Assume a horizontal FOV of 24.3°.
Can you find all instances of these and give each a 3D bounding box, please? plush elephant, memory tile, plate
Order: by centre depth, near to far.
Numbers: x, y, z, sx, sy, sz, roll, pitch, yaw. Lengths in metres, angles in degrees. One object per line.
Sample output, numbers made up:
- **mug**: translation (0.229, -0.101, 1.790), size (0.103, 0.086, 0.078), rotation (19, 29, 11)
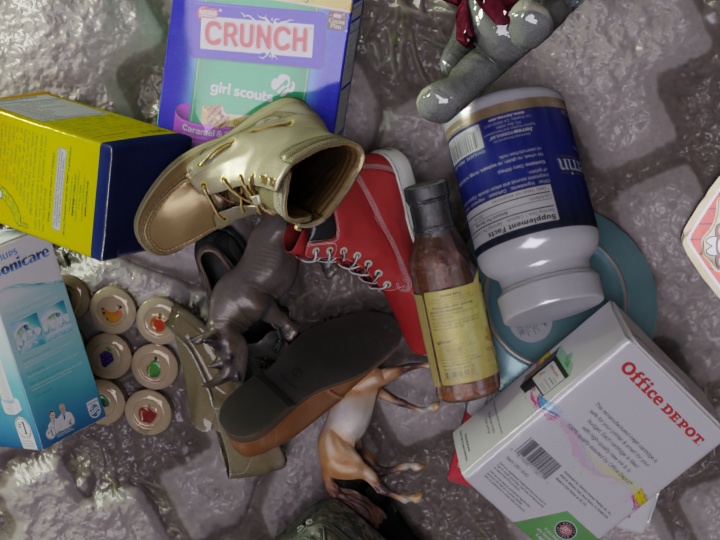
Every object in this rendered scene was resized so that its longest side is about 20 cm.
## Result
- **plush elephant**: translation (0.108, -0.260, 1.478), size (0.155, 0.200, 0.165), rotation (49, 139, -3)
- **plate**: translation (0.182, 0.029, 1.574), size (0.199, 0.026, 0.201), rotation (0, 76, -1)
- **memory tile**: translation (-0.281, 0.082, 1.706), size (0.199, 0.017, 0.154), rotation (12, 106, 5)

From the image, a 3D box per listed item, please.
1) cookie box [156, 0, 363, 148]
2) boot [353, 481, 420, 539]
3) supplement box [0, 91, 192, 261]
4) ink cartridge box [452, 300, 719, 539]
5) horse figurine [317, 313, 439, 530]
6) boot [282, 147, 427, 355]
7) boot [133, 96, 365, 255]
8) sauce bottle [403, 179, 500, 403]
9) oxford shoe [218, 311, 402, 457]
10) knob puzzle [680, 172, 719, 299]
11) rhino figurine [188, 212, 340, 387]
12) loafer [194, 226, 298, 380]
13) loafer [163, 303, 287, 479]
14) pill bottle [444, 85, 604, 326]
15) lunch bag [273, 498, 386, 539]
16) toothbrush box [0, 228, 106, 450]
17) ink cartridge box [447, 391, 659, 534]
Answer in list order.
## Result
- **cookie box**: translation (-0.097, -0.178, 1.578), size (0.171, 0.075, 0.201), rotation (10, 106, 4)
- **boot**: translation (-0.008, 0.330, 1.706), size (0.200, 0.076, 0.168), rotation (-37, 94, 9)
- **supplement box**: translation (-0.270, -0.091, 1.566), size (0.200, 0.109, 0.110), rotation (19, 110, 33)
- **ink cartridge box**: translation (0.207, 0.149, 1.522), size (0.200, 0.084, 0.145), rotation (-42, 111, 15)
- **horse figurine**: translation (0.007, 0.153, 1.643), size (0.132, 0.050, 0.201), rotation (12, 86, -2)
- **boot**: translation (0.000, 0.000, 1.554), size (0.072, 0.144, 0.201), rotation (-8, 102, 55)
- **boot**: translation (-0.099, -0.066, 1.463), size (0.200, 0.155, 0.073), rotation (-35, 119, -8)
- **sauce bottle**: translation (0.081, 0.018, 1.524), size (0.066, 0.066, 0.201), rotation (-9, 99, 10)
- **oxford shoe**: translation (-0.046, 0.109, 1.606), size (0.200, 0.071, 0.071), rotation (-32, 57, -13)
- **knob puzzle**: translation (0.404, -0.031, 1.576), size (0.219, 0.030, 0.220), rotation (2, 106, 7)
- **rhino figurine**: translation (-0.098, 0.027, 1.592), size (0.087, 0.060, 0.200), rotation (40, 74, -26)
- **loafer**: translation (-0.113, 0.054, 1.651), size (0.072, 0.063, 0.200), rotation (-25, 101, 12)
- **loafer**: translation (-0.144, 0.126, 1.662), size (0.067, 0.076, 0.200), rotation (-32, 100, -10)
- **pill bottle**: translation (0.152, -0.057, 1.523), size (0.115, 0.116, 0.201), rotation (-15, 78, 11)
- **lunch bag**: translation (-0.054, 0.336, 1.586), size (0.139, 0.168, 0.200), rotation (44, 108, -8)
- **toothbrush box**: translation (-0.348, 0.065, 1.625), size (0.146, 0.085, 0.201), rotation (-3, 109, 45)
- **ink cartridge box**: translation (0.200, 0.154, 1.626), size (0.199, 0.084, 0.145), rotation (16, 106, 4)
